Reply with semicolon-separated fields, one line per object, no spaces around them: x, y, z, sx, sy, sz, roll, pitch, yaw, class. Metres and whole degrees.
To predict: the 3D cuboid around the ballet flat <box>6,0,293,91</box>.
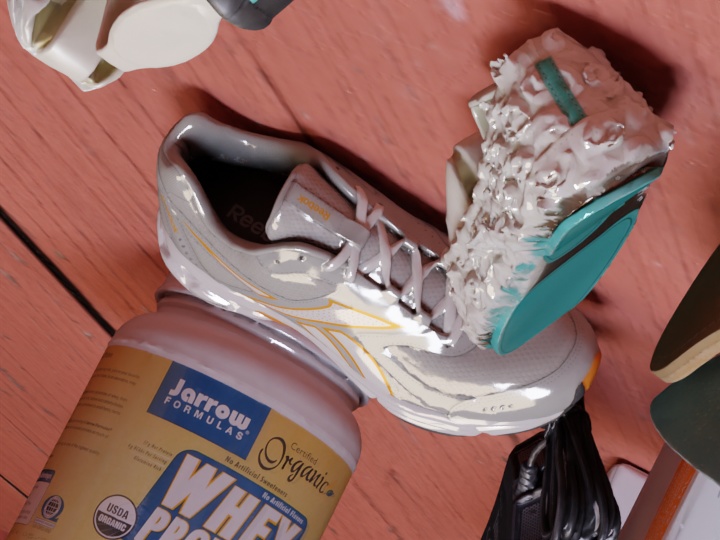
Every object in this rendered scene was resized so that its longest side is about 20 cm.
-0.075;-0.096;0.750;0.068;0.069;0.200;33;165;-24;ballet flat

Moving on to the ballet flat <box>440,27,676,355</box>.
0.059;-0.029;0.787;0.072;0.072;0.200;27;164;2;ballet flat

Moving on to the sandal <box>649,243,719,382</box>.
0.145;0.005;0.689;0.070;0.078;0.212;33;161;2;sandal

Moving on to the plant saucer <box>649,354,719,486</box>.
0.192;0.064;0.769;0.199;0.036;0.200;18;-167;-4;plant saucer

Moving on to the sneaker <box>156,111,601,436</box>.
0.000;0.000;0.950;0.199;0.076;0.092;22;161;15;sneaker

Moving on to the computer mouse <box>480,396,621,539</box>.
0.081;0.132;1.010;0.046;0.141;0.201;8;126;-6;computer mouse

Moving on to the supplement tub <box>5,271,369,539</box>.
-0.087;0.111;1.227;0.144;0.201;0.145;25;166;7;supplement tub

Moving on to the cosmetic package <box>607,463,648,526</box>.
0.127;0.227;1.247;0.123;0.200;0.200;27;166;4;cosmetic package

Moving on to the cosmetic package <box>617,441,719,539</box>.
0.153;0.107;0.984;0.071;0.102;0.200;27;165;4;cosmetic package
